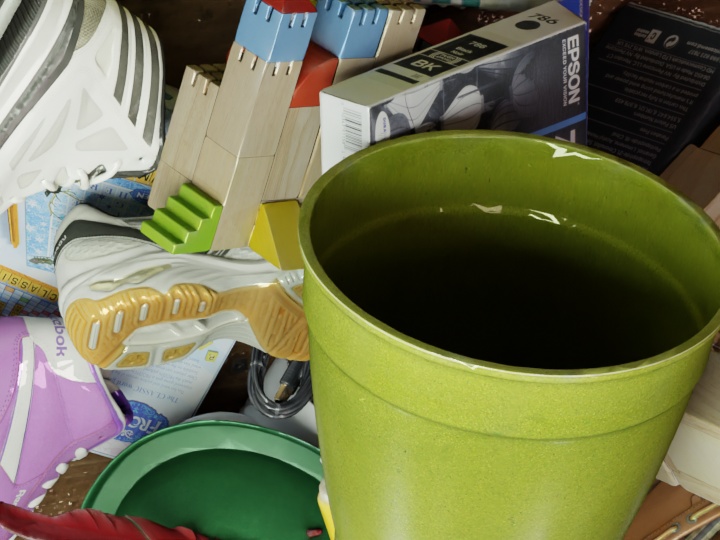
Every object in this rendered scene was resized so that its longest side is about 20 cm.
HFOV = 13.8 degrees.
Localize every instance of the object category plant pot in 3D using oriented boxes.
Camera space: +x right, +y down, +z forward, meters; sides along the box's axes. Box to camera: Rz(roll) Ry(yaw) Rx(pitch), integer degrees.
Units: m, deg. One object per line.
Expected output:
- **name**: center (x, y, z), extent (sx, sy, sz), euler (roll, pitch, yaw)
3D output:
- **plant pot**: center (0.059, 0.068, 1.381), extent (0.199, 0.201, 0.194), euler (-7, 126, -22)

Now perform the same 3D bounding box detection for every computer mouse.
- **computer mouse**: center (0.000, 0.000, 1.577), extent (0.059, 0.034, 0.200), euler (38, 66, 0)

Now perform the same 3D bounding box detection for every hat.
- **hat**: center (-0.086, 0.178, 1.478), extent (0.199, 0.176, 0.166), euler (15, 109, 1)

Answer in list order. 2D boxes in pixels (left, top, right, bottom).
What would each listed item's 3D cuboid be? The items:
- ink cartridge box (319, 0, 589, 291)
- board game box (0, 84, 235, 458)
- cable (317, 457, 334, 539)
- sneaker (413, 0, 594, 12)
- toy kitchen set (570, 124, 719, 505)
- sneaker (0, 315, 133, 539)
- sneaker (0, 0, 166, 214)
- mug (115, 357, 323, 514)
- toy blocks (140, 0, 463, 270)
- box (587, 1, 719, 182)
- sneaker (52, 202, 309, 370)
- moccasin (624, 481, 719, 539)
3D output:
- **ink cartridge box**: center (0.062, -0.068, 1.477), extent (0.200, 0.039, 0.100), euler (-26, 123, -40)
- **board game box**: center (-0.145, -0.007, 1.545), extent (0.199, 0.041, 0.200), euler (20, 109, -34)
- **cable**: center (0.017, 0.166, 1.526), extent (0.097, 0.050, 0.201), euler (-35, 127, -54)
- **sneaker**: center (0.029, -0.166, 1.527), extent (0.199, 0.071, 0.093), euler (22, 126, -37)
- **toy kitchen set**: center (0.230, 0.043, 1.503), extent (0.200, 0.180, 0.163), euler (-47, 127, -16)
- **sneaker**: center (-0.173, 0.106, 1.533), extent (0.114, 0.073, 0.201), euler (-6, 136, -18)
- **sneaker**: center (-0.161, -0.043, 1.441), extent (0.115, 0.076, 0.201), euler (27, 102, -33)
- **mug**: center (-0.045, 0.141, 1.621), extent (0.199, 0.148, 0.176), euler (20, 113, -35)
- **toy blocks**: center (-0.018, -0.087, 1.467), extent (0.200, 0.100, 0.137), euler (-7, 123, -47)
- **box**: center (0.161, -0.016, 1.616), extent (0.148, 0.107, 0.200), euler (43, 77, -38)
- **sneaker**: center (-0.061, -0.006, 1.505), extent (0.199, 0.088, 0.076), euler (0, 137, -28)
- **moccasin**: center (0.173, 0.200, 1.807), extent (0.201, 0.078, 0.074), euler (-43, 128, 4)
